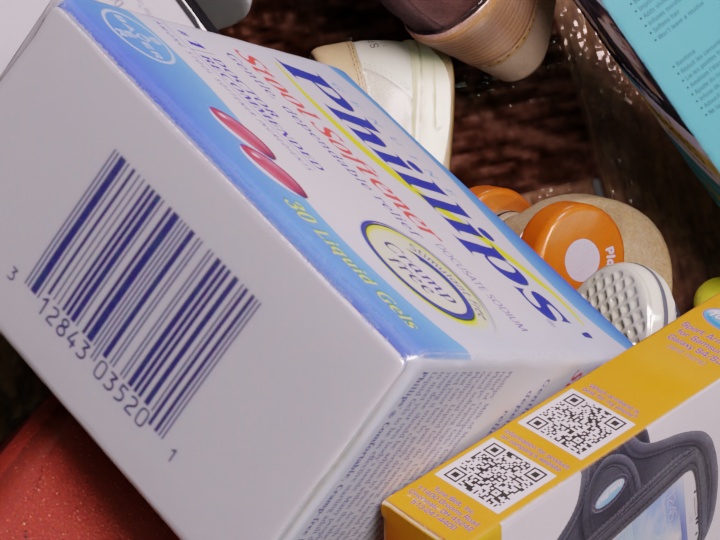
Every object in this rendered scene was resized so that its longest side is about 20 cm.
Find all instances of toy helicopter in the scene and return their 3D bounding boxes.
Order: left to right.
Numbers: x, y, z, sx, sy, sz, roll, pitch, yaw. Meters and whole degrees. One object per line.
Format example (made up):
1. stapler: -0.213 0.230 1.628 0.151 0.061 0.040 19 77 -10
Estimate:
1. toy helicopter: 0.084 0.067 0.890 0.131 0.079 0.202 20 87 -32

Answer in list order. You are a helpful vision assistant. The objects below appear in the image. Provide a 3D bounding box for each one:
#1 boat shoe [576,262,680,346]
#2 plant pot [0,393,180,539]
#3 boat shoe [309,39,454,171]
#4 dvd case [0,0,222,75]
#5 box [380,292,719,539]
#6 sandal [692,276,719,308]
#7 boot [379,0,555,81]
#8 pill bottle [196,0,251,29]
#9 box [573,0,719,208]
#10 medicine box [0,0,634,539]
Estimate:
1. boat shoe: 0.106 0.089 0.830 0.062 0.075 0.202 -10 115 -28
2. plant pot: -0.097 0.160 0.741 0.199 0.200 0.177 30 61 -13
3. boat shoe: 0.000 0.000 0.869 0.066 0.074 0.202 5 76 -8
4. dvd case: -0.169 -0.081 0.785 0.199 0.018 0.143 -37 94 11
5. box: 0.091 0.092 0.723 0.199 0.041 0.120 -27 129 -33
6. sandal: 0.233 0.056 0.947 0.198 0.079 0.088 7 101 -20
7. boot: 0.029 -0.194 0.859 0.166 0.072 0.202 36 47 -41
8. pill bottle: -0.084 -0.207 0.845 0.113 0.114 0.202 8 78 -19
9. box: 0.148 -0.075 0.855 0.049 0.082 0.200 -39 122 4
10. medicine box: -0.024 0.009 0.728 0.182 0.199 0.103 45 108 22
